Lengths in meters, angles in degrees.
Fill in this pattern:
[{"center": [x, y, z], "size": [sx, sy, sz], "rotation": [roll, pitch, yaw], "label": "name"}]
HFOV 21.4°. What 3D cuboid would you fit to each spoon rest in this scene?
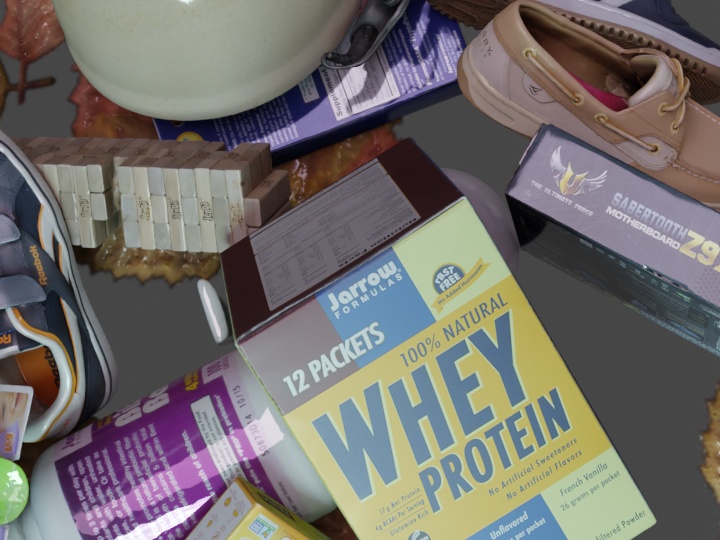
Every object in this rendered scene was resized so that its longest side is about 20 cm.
[{"center": [0.000, 0.000, 1.156], "size": [0.199, 0.061, 0.100], "rotation": [-17, 78, -9], "label": "spoon rest"}]

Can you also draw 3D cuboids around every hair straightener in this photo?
[{"center": [0.028, -0.203, 1.135], "size": [0.041, 0.077, 0.201], "rotation": [31, 69, -7], "label": "hair straightener"}]

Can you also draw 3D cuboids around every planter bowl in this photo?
[{"center": [-0.106, -0.209, 1.135], "size": [0.199, 0.135, 0.202], "rotation": [-7, 61, 12], "label": "planter bowl"}]

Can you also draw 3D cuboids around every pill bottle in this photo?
[{"center": [-0.121, 0.133, 1.111], "size": [0.199, 0.112, 0.113], "rotation": [-28, 77, 1], "label": "pill bottle"}]

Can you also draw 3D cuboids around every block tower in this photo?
[{"center": [-0.143, -0.047, 1.154], "size": [0.198, 0.058, 0.054], "rotation": [3, 111, 18], "label": "block tower"}]

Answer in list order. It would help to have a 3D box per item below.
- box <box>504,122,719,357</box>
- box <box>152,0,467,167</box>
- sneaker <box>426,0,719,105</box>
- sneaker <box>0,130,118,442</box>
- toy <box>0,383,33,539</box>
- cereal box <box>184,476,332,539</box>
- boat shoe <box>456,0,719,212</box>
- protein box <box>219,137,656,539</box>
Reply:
[{"center": [0.181, -0.001, 1.071], "size": [0.199, 0.158, 0.051], "rotation": [30, 84, 13], "label": "box"}, {"center": [-0.038, -0.136, 1.192], "size": [0.199, 0.032, 0.122], "rotation": [-20, 77, 2], "label": "box"}, {"center": [0.146, -0.180, 1.156], "size": [0.199, 0.070, 0.109], "rotation": [21, 69, 1], "label": "sneaker"}, {"center": [-0.211, 0.007, 1.127], "size": [0.078, 0.079, 0.201], "rotation": [-21, 101, 27], "label": "sneaker"}, {"center": [-0.255, 0.119, 1.100], "size": [0.199, 0.047, 0.116], "rotation": [-2, 77, 53], "label": "toy"}, {"center": [-0.078, 0.232, 1.072], "size": [0.200, 0.144, 0.040], "rotation": [-51, 32, 2], "label": "cereal box"}, {"center": [0.156, -0.095, 1.103], "size": [0.199, 0.069, 0.074], "rotation": [21, 46, -14], "label": "boat shoe"}, {"center": [0.034, 0.058, 1.026], "size": [0.134, 0.200, 0.199], "rotation": [-31, 104, 1], "label": "protein box"}]
